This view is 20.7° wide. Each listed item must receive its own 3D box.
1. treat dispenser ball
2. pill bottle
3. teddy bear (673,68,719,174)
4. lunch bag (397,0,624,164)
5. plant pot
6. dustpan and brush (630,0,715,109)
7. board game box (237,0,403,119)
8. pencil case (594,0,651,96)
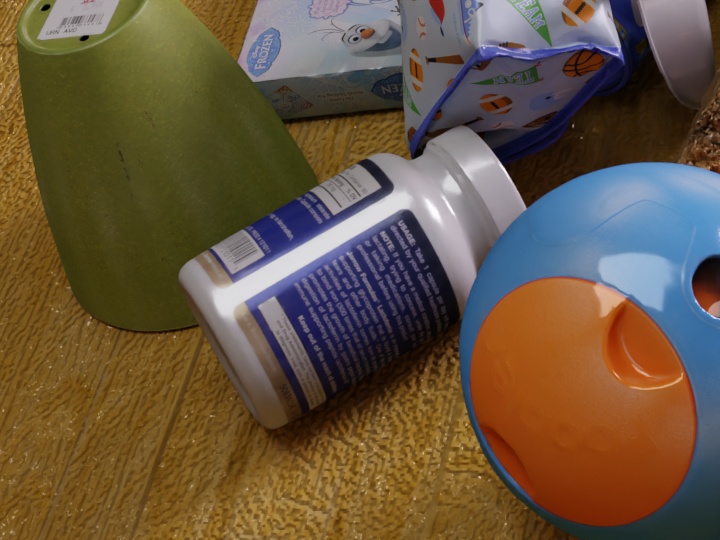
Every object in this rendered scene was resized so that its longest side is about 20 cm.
[{"bbox_3d":[0.151,0.045,1.021,0.200,0.201,0.202,-12,43,12],"label":"treat dispenser ball"},{"bbox_3d":[0.000,0.000,1.198,0.199,0.116,0.116,-30,42,-8],"label":"pill bottle"},{"bbox_3d":[0.240,-0.098,1.185,0.066,0.145,0.201,26,56,4],"label":"teddy bear"},{"bbox_3d":[0.079,-0.168,1.256,0.123,0.200,0.171,0,70,-19],"label":"lunch bag"},{"bbox_3d":[-0.143,-0.096,1.297,0.186,0.201,0.188,-12,43,11],"label":"plant pot"},{"bbox_3d":[0.179,-0.176,1.212,0.057,0.200,0.141,-14,83,7],"label":"dustpan and brush"},{"bbox_3d":[0.022,-0.197,1.446,0.198,0.044,0.201,-4,46,19],"label":"board game box"},{"bbox_3d":[0.194,-0.213,1.351,0.078,0.087,0.200,-5,42,52],"label":"pencil case"}]
